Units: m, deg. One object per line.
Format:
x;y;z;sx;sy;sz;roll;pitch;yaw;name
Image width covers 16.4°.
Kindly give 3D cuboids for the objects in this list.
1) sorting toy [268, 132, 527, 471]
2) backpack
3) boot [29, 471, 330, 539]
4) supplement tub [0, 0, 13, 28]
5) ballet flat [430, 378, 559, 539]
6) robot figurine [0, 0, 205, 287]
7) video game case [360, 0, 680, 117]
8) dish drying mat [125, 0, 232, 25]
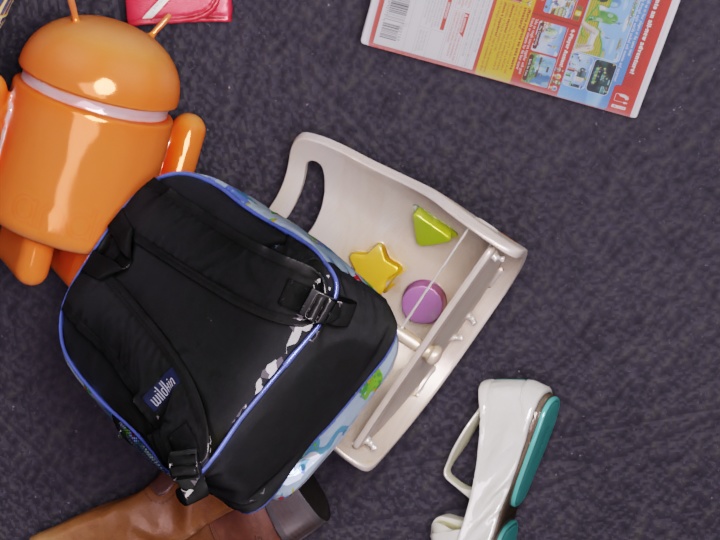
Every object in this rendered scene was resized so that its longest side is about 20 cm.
0.000;0.000;1.737;0.180;0.107;0.200;37;113;7;sorting toy
-0.090;0.047;1.653;0.200;0.147;0.183;37;90;37;backpack
-0.150;0.150;1.801;0.200;0.068;0.188;-29;108;15;boot
-0.290;-0.225;1.668;0.144;0.144;0.200;26;103;-4;supplement tub
0.086;0.169;1.789;0.069;0.069;0.200;15;99;-1;ballet flat
-0.189;-0.087;1.711;0.144;0.117;0.200;19;104;10;robot figurine
0.112;-0.187;1.694;0.200;0.017;0.143;15;130;-1;video game case
-0.129;-0.269;1.716;0.077;0.018;0.200;-2;103;4;dish drying mat
